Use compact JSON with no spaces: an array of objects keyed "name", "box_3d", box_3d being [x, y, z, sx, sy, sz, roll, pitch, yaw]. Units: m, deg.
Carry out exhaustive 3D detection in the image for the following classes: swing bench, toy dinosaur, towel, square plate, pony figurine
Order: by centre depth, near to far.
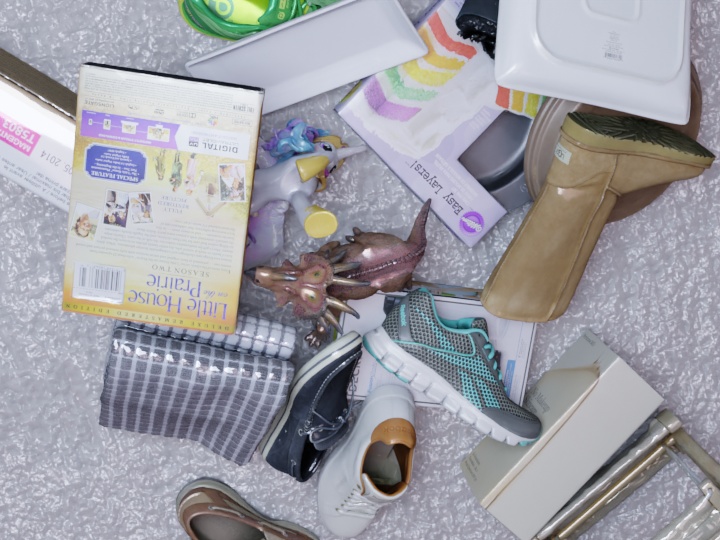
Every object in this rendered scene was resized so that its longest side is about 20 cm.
[{"name":"square plate","box_3d":[0.213,-0.241,0.976,0.198,0.028,0.200,8,81,-21]},{"name":"toy dinosaur","box_3d":[0.000,0.000,1.004,0.199,0.136,0.086,-27,87,-13]},{"name":"pony figurine","box_3d":[-0.094,-0.072,1.018,0.191,0.200,0.168,-12,108,10]},{"name":"towel","box_3d":[-0.154,0.105,1.034,0.164,0.200,0.086,10,61,-11]},{"name":"swing bench","box_3d":[0.281,0.260,1.117,0.199,0.200,0.130,-42,129,3]}]

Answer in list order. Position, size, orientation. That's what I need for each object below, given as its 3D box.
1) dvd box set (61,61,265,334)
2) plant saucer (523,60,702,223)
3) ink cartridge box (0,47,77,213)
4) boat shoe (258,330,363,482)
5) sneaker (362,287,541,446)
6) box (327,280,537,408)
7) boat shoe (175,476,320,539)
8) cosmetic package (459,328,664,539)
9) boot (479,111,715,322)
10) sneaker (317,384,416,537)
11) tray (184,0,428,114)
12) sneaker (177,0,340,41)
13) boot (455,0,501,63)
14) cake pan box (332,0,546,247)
[{"name":"dvd box set","box_3d":[-0.158,-0.055,0.901,0.145,0.029,0.202,7,105,-1]},{"name":"plant saucer","box_3d":[0.247,-0.124,1.074,0.198,0.030,0.202,-15,129,-20]},{"name":"ink cartridge box","box_3d":[-0.282,-0.124,0.977,0.199,0.165,0.075,32,97,-13]},{"name":"boat shoe","box_3d":[-0.036,0.129,1.052,0.062,0.074,0.201,43,133,16]},{"name":"sneaker","box_3d":[0.103,0.091,1.066,0.199,0.078,0.092,34,92,-15]},{"name":"box","box_3d":[0.068,0.074,1.124,0.198,0.060,0.118,8,102,-9]},{"name":"boat shoe","box_3d":[-0.103,0.288,1.146,0.199,0.072,0.076,31,98,-13]},{"name":"cosmetic package","box_3d":[0.200,0.166,1.142,0.073,0.104,0.200,40,94,-14]},{"name":"boot","box_3d":[0.219,-0.045,1.059,0.174,0.066,0.201,7,121,-23]},{"name":"sneaker","box_3d":[0.003,0.210,1.108,0.072,0.085,0.201,9,127,-13]},{"name":"tray","box_3d":[-0.048,-0.196,1.009,0.198,0.107,0.022,-17,64,17]},{"name":"sneaker","box_3d":[-0.066,-0.230,1.020,0.198,0.084,0.075,4,95,-9]},{"name":"boot","box_3d":[0.191,-0.244,1.024,0.199,0.076,0.170,24,78,-20]},{"name":"cake pan box","box_3d":[0.104,-0.149,1.082,0.184,0.052,0.200,-43,105,6]}]
